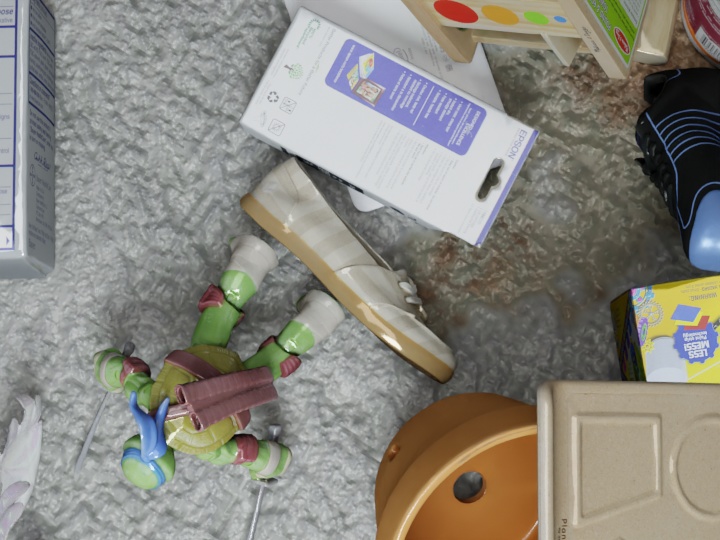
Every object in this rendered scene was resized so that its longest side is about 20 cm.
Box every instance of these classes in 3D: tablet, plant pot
[{"bbox_3d":[0.026,-0.156,1.266,0.129,0.014,0.202,-19,83,0],"label":"tablet"},{"bbox_3d":[0.093,0.169,1.140,0.198,0.140,0.202,-5,109,-14],"label":"plant pot"}]

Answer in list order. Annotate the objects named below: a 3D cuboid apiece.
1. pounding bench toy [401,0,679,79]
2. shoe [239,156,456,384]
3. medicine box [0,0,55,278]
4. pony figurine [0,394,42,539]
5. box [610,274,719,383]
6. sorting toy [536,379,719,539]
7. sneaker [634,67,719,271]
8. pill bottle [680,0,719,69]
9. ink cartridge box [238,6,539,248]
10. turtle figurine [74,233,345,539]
[{"bbox_3d":[0.127,-0.209,1.218,0.155,0.200,0.125,9,73,31],"label":"pounding bench toy"},{"bbox_3d":[0.000,0.000,1.219,0.200,0.070,0.053,44,89,6],"label":"shoe"},{"bbox_3d":[-0.317,-0.099,1.223,0.180,0.103,0.202,-1,83,1],"label":"medicine box"},{"bbox_3d":[-0.281,0.198,1.179,0.198,0.167,0.195,6,115,-3],"label":"pony figurine"},{"bbox_3d":[0.291,0.097,1.176,0.198,0.122,0.194,-9,84,1],"label":"box"},{"bbox_3d":[0.183,0.163,1.054,0.199,0.036,0.187,4,84,-31],"label":"sorting toy"},{"bbox_3d":[0.227,-0.072,1.186,0.077,0.071,0.201,3,40,13],"label":"sneaker"},{"bbox_3d":[0.290,-0.209,1.170,0.113,0.200,0.115,0,83,1],"label":"pill bottle"},{"bbox_3d":[0.021,-0.101,1.235,0.199,0.039,0.100,29,86,6],"label":"ink cartridge box"},{"bbox_3d":[-0.110,0.085,1.211,0.143,0.201,0.194,26,64,26],"label":"turtle figurine"}]
